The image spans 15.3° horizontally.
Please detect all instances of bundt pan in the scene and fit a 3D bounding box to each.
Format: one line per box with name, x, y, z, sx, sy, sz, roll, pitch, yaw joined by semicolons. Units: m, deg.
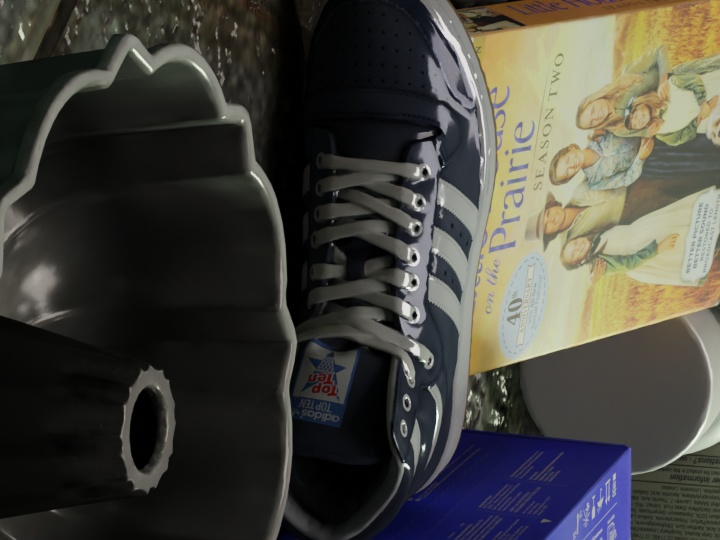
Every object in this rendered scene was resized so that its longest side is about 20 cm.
bundt pan;-0.088;0.038;0.698;0.202;0.075;0.203;4;90;-69

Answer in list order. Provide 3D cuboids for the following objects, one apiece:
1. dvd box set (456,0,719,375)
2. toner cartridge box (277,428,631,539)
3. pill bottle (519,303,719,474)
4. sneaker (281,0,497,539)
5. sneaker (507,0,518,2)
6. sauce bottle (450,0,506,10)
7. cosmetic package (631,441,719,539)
dvd box set;0.085;-0.039;1.062;0.200;0.029;0.147;-12;119;-44
toner cartridge box;0.030;0.108;0.996;0.200;0.095;0.043;-32;122;-65
pill bottle;0.145;0.024;1.260;0.200;0.114;0.115;-35;125;-65
sneaker;0.000;0.000;0.936;0.108;0.070;0.201;-42;135;-64
sneaker;0.075;-0.121;1.141;0.200;0.067;0.090;-41;116;-57
sauce bottle;0.010;-0.145;0.949;0.200;0.064;0.065;46;50;-60
cosmetic package;0.147;0.180;1.303;0.073;0.103;0.201;6;89;-70
